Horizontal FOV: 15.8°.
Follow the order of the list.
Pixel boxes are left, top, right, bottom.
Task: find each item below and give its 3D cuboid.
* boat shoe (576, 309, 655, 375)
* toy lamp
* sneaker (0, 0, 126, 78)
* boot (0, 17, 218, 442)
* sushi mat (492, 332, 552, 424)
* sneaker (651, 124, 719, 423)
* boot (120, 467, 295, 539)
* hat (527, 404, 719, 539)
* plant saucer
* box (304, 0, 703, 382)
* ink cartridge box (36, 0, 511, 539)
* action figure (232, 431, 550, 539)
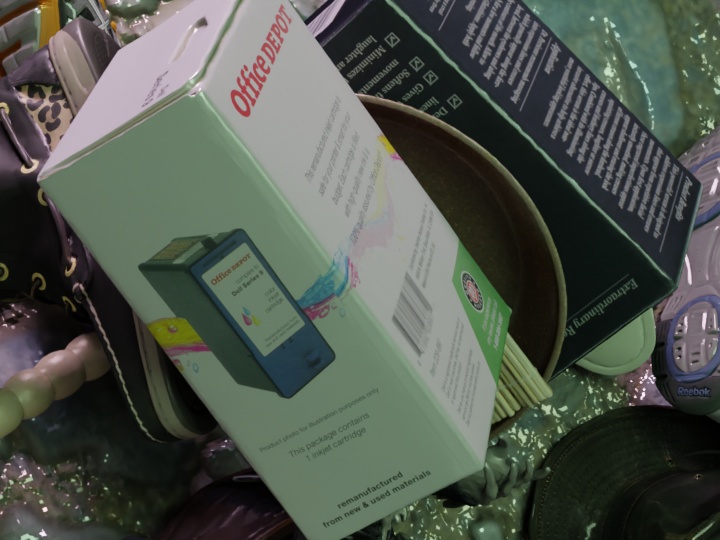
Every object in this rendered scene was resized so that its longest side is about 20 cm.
[{"bbox_3d":[0.092,-0.037,1.342,0.202,0.072,0.060,54,23,-16],"label":"boat shoe"},{"bbox_3d":[-0.175,0.069,1.162,0.200,0.058,0.058,-34,93,-36],"label":"toy lamp"},{"bbox_3d":[-0.141,-0.096,1.230,0.077,0.078,0.200,-8,82,-46],"label":"sneaker"},{"bbox_3d":[-0.148,0.004,1.129,0.073,0.150,0.200,30,38,-64],"label":"boot"},{"bbox_3d":[-0.005,0.002,1.178,0.200,0.096,0.012,52,29,-16],"label":"sushi mat"},{"bbox_3d":[0.206,0.004,1.399,0.087,0.074,0.200,36,52,-35],"label":"sneaker"},{"bbox_3d":[-0.052,0.155,1.214,0.200,0.075,0.097,-24,114,-44],"label":"boot"},{"bbox_3d":[0.187,0.151,1.331,0.200,0.081,0.201,9,71,-28],"label":"hat"},{"bbox_3d":[0.000,0.000,1.204,0.200,0.200,0.037,44,31,-12],"label":"plant saucer"},{"bbox_3d":[0.042,-0.044,1.251,0.200,0.148,0.107,45,31,-11],"label":"box"},{"bbox_3d":[-0.029,-0.009,1.081,0.200,0.087,0.145,55,22,-18],"label":"ink cartridge box"},{"bbox_3d":[0.038,0.128,1.173,0.200,0.102,0.119,43,46,-32],"label":"action figure"}]
